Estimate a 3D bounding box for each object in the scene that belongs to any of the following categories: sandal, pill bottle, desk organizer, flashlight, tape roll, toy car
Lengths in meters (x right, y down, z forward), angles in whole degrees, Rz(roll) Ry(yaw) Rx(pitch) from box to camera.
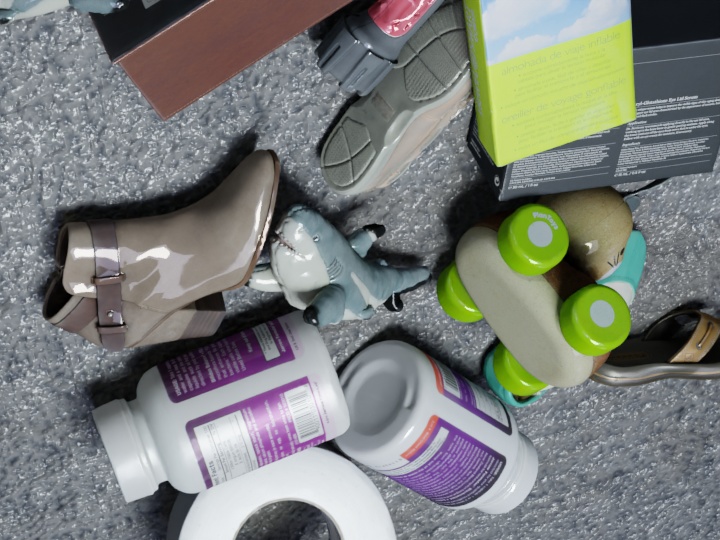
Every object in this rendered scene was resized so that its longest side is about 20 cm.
[{"bbox_3d":[0.296,0.065,1.921,0.198,0.082,0.055,-4,111,-14],"label":"sandal"},{"bbox_3d":[0.072,0.148,1.843,0.111,0.112,0.200,-42,135,15],"label":"pill bottle"},{"bbox_3d":[-0.086,-0.199,1.459,0.199,0.072,0.077,-32,140,4],"label":"desk organizer"},{"bbox_3d":[-0.118,0.118,1.716,0.199,0.113,0.113,-21,137,-7],"label":"pill bottle"},{"bbox_3d":[0.044,-0.217,1.515,0.068,0.068,0.200,38,110,-17],"label":"flashlight"},{"bbox_3d":[-0.070,0.247,1.819,0.199,0.066,0.202,-1,95,-12],"label":"tape roll"},{"bbox_3d":[0.191,-0.013,1.734,0.200,0.158,0.164,-38,179,-27],"label":"toy car"}]

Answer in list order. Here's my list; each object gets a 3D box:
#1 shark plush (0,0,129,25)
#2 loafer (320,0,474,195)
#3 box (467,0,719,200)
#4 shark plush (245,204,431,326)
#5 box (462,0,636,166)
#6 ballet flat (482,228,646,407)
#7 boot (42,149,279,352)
[{"bbox_3d":[-0.240,-0.218,1.395,0.198,0.091,0.084,-8,117,8],"label":"shark plush"},{"bbox_3d":[0.047,-0.136,1.600,0.063,0.072,0.200,3,138,-51],"label":"loafer"},{"bbox_3d":[0.199,-0.144,1.653,0.198,0.079,0.142,-8,136,-20],"label":"box"},{"bbox_3d":[0.000,0.000,1.667,0.199,0.091,0.084,13,102,-40],"label":"shark plush"},{"bbox_3d":[0.138,-0.182,1.504,0.121,0.048,0.201,-19,132,-11],"label":"box"},{"bbox_3d":[0.194,0.051,1.843,0.200,0.071,0.067,-45,134,17],"label":"ballet flat"},{"bbox_3d":[-0.160,-0.018,1.600,0.145,0.070,0.201,9,120,-25],"label":"boot"}]
